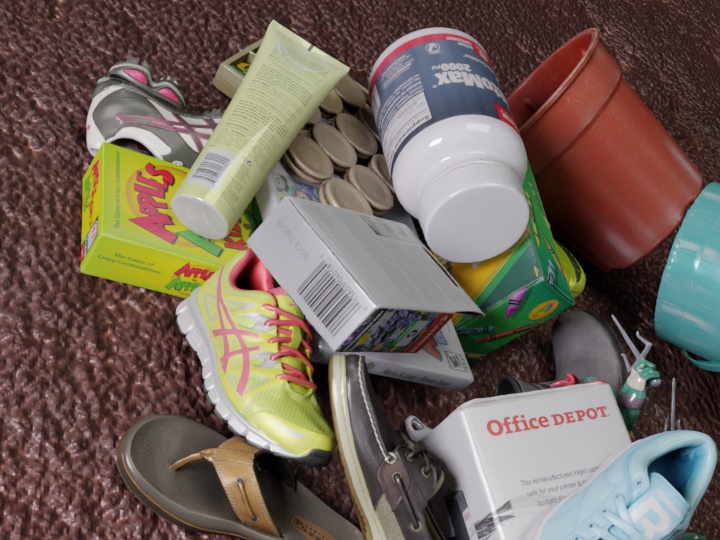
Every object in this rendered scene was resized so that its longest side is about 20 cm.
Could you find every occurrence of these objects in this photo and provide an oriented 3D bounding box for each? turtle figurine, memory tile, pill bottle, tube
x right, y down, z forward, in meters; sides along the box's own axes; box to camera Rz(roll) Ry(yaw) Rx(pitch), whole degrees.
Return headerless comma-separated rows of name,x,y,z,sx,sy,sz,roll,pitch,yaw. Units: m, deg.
turtle figurine,0.223,0.148,0.965,0.150,0.100,0.201,46,26,-54
memory tile,-0.016,-0.113,1.051,0.153,0.017,0.200,49,29,4
pill bottle,0.080,-0.109,1.034,0.119,0.120,0.201,15,41,-28
tube,-0.081,-0.113,0.940,0.058,0.052,0.201,55,50,-39

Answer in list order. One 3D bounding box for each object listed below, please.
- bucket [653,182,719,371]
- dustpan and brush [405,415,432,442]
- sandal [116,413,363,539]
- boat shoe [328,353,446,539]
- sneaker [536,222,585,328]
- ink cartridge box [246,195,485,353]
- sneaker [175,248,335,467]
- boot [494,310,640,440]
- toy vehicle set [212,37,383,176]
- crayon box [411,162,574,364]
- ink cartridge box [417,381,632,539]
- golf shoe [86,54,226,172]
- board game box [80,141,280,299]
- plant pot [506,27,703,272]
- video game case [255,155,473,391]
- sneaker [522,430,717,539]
bucket,0.402,0.012,1.222,0.134,0.209,0.207,21,29,28
dustpan and brush,0.104,0.191,0.932,0.139,0.057,0.201,-26,77,-38
sandal,-0.071,0.154,0.809,0.199,0.055,0.082,34,37,-8
boat shoe,0.027,0.147,0.817,0.073,0.064,0.201,-81,156,-75
sneaker,0.152,-0.015,1.155,0.074,0.084,0.200,27,20,-21
ink cartridge box,0.011,0.008,0.889,0.109,0.050,0.200,50,18,21
sneaker,-0.066,0.055,0.841,0.078,0.090,0.200,26,19,-46
boot,0.176,0.108,1.055,0.131,0.070,0.201,14,44,-27
toy vehicle set,-0.034,-0.155,1.162,0.200,0.027,0.124,37,37,4
crayon box,0.111,-0.028,1.086,0.058,0.118,0.201,36,32,-40
ink cartridge box,0.141,0.194,0.857,0.143,0.084,0.201,-4,66,-30
golf shoe,-0.140,-0.100,1.009,0.199,0.077,0.089,23,60,-17
board game box,-0.123,-0.025,0.952,0.199,0.048,0.102,17,43,-28
plant pot,0.244,-0.116,1.251,0.195,0.201,0.201,42,37,-9
video game case,0.000,0.000,0.979,0.181,0.024,0.201,16,44,-44
sneaker,0.172,0.168,0.783,0.074,0.082,0.200,45,52,2
